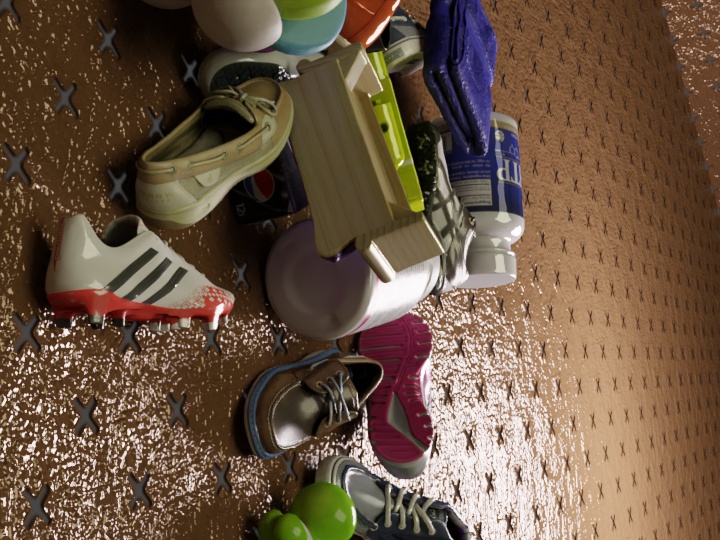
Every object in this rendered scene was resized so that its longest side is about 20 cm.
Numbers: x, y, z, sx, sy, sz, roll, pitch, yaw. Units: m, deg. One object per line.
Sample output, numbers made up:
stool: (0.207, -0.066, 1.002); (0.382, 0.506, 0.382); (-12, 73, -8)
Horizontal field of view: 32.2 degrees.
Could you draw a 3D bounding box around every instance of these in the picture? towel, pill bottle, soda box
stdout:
towel: (0.125, -0.247, 1.463); (0.148, 0.049, 0.201); (55, 31, -38)
pill bottle: (0.142, -0.085, 1.545); (0.120, 0.119, 0.201); (20, 64, -62)
soda box: (-0.057, -0.107, 1.198); (0.200, 0.063, 0.071); (-41, 119, -62)
pill bottle: (0.000, 0.000, 1.225); (0.200, 0.113, 0.114); (-12, 93, -65)

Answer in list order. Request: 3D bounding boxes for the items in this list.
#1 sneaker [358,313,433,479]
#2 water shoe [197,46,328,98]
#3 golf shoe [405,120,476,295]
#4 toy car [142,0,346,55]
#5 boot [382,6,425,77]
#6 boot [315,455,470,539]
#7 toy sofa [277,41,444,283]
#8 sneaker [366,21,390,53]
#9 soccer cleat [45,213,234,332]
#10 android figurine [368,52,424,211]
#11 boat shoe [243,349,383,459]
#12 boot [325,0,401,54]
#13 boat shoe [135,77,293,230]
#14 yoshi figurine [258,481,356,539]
sneaker: (0.037, 0.134, 1.314); (0.088, 0.081, 0.201); (88, 3, -50)
water shoe: (-0.098, -0.197, 1.157); (0.079, 0.071, 0.200); (55, 26, 12)
golf shoe: (0.087, -0.073, 1.454); (0.094, 0.078, 0.201); (-3, 95, -42)
toy car: (-0.089, -0.251, 1.039); (0.175, 0.199, 0.150); (-48, 154, -22)
boot: (0.047, -0.284, 1.470); (0.091, 0.072, 0.200); (61, 15, 0)
boot: (0.036, 0.234, 1.236); (0.200, 0.090, 0.073); (46, 43, -51)
toy sofa: (-0.006, -0.092, 1.110); (0.083, 0.097, 0.201); (51, 17, -64)
sneaker: (-0.036, -0.307, 1.251); (0.075, 0.106, 0.201); (-52, 129, -57)
soccer cleat: (-0.160, 0.002, 0.943); (0.200, 0.068, 0.086); (7, 81, -59)
android figurine: (0.029, -0.142, 1.346); (0.182, 0.041, 0.201); (-95, 171, -80)
boat shoe: (-0.039, 0.114, 1.153); (0.200, 0.072, 0.073); (-37, 116, -62)
boot: (-0.045, -0.299, 1.178); (0.200, 0.107, 0.075); (41, 23, -15)
boat shoe: (-0.118, -0.112, 1.027); (0.201, 0.073, 0.063); (-48, 149, -41)
yoshi figurine: (-0.018, 0.269, 1.128); (0.112, 0.112, 0.201); (-91, 156, -54)
